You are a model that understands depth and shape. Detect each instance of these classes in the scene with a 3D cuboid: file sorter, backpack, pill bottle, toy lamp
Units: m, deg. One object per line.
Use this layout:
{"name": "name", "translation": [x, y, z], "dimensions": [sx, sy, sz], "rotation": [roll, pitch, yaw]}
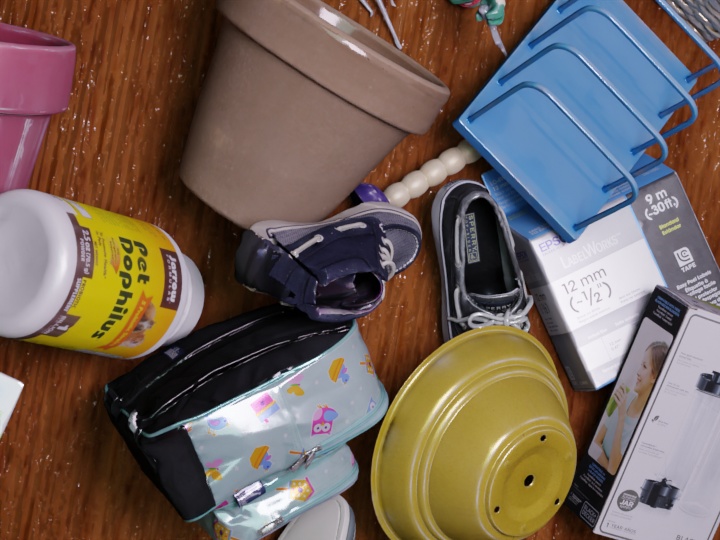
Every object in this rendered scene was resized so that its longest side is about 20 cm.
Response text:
{"name": "file sorter", "translation": [0.200, -0.152, 1.612], "dimensions": [0.139, 0.123, 0.200], "rotation": [44, 64, -8]}
{"name": "backpack", "translation": [-0.077, 0.111, 1.565], "dimensions": [0.199, 0.176, 0.154], "rotation": [-34, 107, -12]}
{"name": "pill bottle", "translation": [-0.206, 0.008, 1.533], "dimensions": [0.108, 0.199, 0.110], "rotation": [-5, 79, 30]}
{"name": "toy lamp", "translation": [0.086, -0.097, 1.668], "dimensions": [0.199, 0.058, 0.059], "rotation": [-30, 92, -9]}

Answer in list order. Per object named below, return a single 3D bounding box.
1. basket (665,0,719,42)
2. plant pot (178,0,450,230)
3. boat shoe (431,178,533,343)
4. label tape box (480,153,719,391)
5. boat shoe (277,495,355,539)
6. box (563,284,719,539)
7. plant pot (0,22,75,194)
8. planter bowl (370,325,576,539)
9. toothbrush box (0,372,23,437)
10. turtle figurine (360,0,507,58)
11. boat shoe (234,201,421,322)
{"name": "basket", "translation": [0.274, -0.300, 1.678], "dimensions": [0.200, 0.136, 0.124], "rotation": [43, 84, -5]}
{"name": "plant pot", "translation": [-0.057, -0.122, 1.590], "dimensions": [0.199, 0.200, 0.175], "rotation": [32, 99, -7]}
{"name": "boat shoe", "translation": [0.107, 0.026, 1.636], "dimensions": [0.073, 0.068, 0.201], "rotation": [-10, 105, -14]}
{"name": "label tape box", "translation": [0.207, -0.020, 1.680], "dimensions": [0.142, 0.066, 0.202], "rotation": [-25, 92, -11]}
{"name": "boat shoe", "translation": [-0.042, 0.278, 1.603], "dimensions": [0.062, 0.072, 0.202], "rotation": [29, 73, -42]}
{"name": "box", "translation": [0.260, 0.125, 1.640], "dimensions": [0.116, 0.060, 0.202], "rotation": [16, 101, -25]}
{"name": "plant pot", "translation": [-0.326, -0.100, 1.534], "dimensions": [0.198, 0.200, 0.181], "rotation": [8, 101, -10]}
{"name": "planter bowl", "translation": [0.110, 0.152, 1.589], "dimensions": [0.199, 0.083, 0.202], "rotation": [-17, 119, -34]}
{"name": "toothbrush box", "translation": [-0.366, 0.150, 1.552], "dimensions": [0.145, 0.086, 0.202], "rotation": [25, 81, -8]}
{"name": "turtle figurine", "translation": [0.059, -0.261, 1.645], "dimensions": [0.101, 0.149, 0.201], "rotation": [-59, 137, -28]}
{"name": "boat shoe", "translation": [0.000, 0.000, 1.551], "dimensions": [0.199, 0.092, 0.075], "rotation": [-12, 123, -47]}
